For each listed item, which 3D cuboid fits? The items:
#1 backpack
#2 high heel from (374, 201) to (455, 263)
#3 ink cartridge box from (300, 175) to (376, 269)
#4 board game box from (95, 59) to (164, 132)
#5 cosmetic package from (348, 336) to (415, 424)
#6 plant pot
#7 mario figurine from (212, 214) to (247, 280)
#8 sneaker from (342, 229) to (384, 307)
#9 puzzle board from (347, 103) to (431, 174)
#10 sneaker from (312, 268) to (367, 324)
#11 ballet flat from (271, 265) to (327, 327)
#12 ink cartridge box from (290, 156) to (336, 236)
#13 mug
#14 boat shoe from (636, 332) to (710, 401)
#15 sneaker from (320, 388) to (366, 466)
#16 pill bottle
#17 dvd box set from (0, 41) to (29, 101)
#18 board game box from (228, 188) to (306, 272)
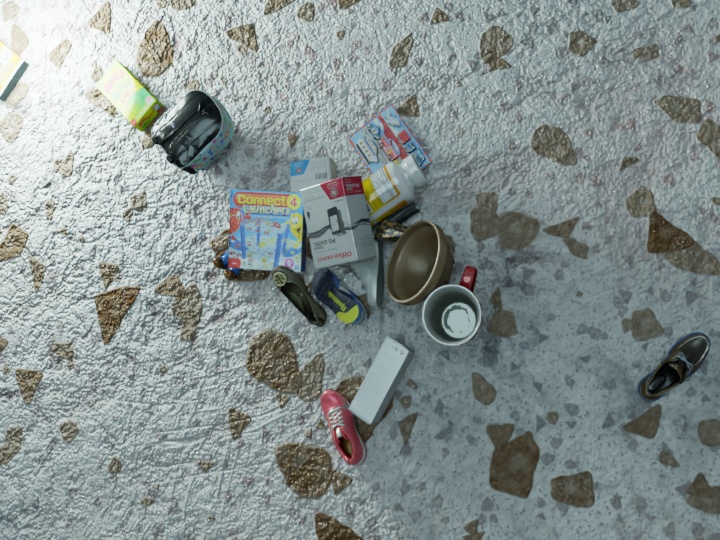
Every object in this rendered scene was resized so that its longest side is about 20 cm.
[{"bbox_3d":[-0.448,-0.384,1.819,0.200,0.150,0.178,-43,77,12],"label":"backpack"},{"bbox_3d":[0.133,-0.061,1.646,0.141,0.072,0.201,-34,67,-10],"label":"high heel"},{"bbox_3d":[-0.055,-0.114,1.618,0.143,0.083,0.205,-11,91,37],"label":"ink cartridge box"},{"bbox_3d":[-0.683,-0.516,1.953,0.200,0.048,0.102,44,94,16],"label":"board game box"},{"bbox_3d":[0.054,0.269,1.620,0.073,0.102,0.203,29,89,17],"label":"cosmetic package"},{"bbox_3d":[0.153,-0.006,1.558,0.200,0.091,0.205,-37,41,41],"label":"plant pot"},{"bbox_3d":[-0.319,-0.077,1.762,0.122,0.106,0.201,34,100,-18],"label":"mario figurine"},{"bbox_3d":[0.000,0.000,1.692,0.113,0.074,0.205,-6,71,15],"label":"sneaker"},{"bbox_3d":[0.075,-0.319,1.743,0.149,0.017,0.202,-35,75,7],"label":"puzzle board"},{"bbox_3d":[-0.054,0.071,1.696,0.074,0.082,0.201,-50,54,12],"label":"sneaker"},{"bbox_3d":[-0.156,0.071,1.677,0.066,0.047,0.201,-25,115,30],"label":"ballet flat"},{"bbox_3d":[-0.120,-0.186,1.747,0.113,0.068,0.206,-6,81,15],"label":"ink cartridge box"},{"bbox_3d":[0.238,0.098,1.544,0.177,0.200,0.134,-42,74,5],"label":"mug"},{"bbox_3d":[0.706,0.218,1.470,0.072,0.072,0.200,43,94,16],"label":"boat shoe"},{"bbox_3d":[-0.045,0.385,1.635,0.073,0.087,0.203,-29,76,7],"label":"sneaker"},{"bbox_3d":[0.068,-0.201,1.670,0.198,0.111,0.113,-33,75,13],"label":"pill bottle"},{"bbox_3d":[-1.164,-0.652,2.108,0.199,0.029,0.148,37,92,17],"label":"dvd box set"},{"bbox_3d":[-0.236,-0.102,1.688,0.194,0.056,0.202,3,96,6],"label":"board game box"}]
